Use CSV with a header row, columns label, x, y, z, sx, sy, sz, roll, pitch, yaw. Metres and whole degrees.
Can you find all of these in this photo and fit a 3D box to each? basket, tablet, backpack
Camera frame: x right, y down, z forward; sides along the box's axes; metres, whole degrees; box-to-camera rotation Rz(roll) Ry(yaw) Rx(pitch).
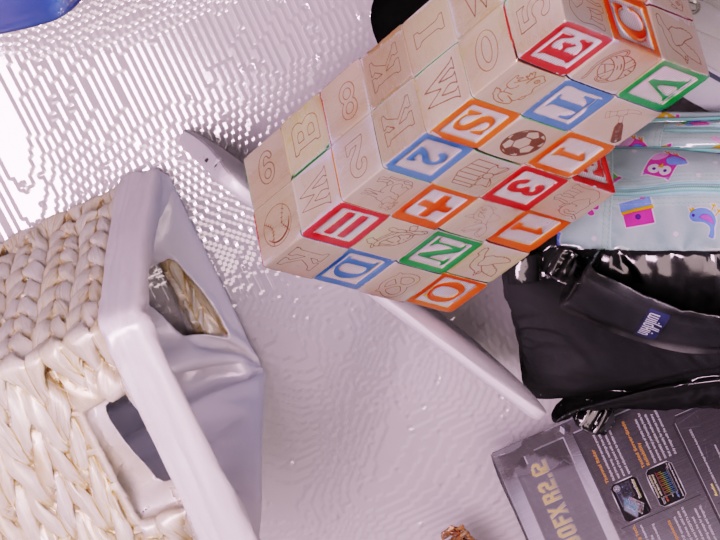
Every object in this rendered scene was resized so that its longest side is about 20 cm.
label,x,y,z,sx,sy,sz,roll,pitch,yaw
basket,-0.126,0.058,1.130,0.123,0.200,0.136,-22,111,7
tablet,0.000,0.000,1.159,0.200,0.130,0.014,36,92,-18
backpack,0.174,-0.005,1.161,0.199,0.127,0.167,-3,152,11

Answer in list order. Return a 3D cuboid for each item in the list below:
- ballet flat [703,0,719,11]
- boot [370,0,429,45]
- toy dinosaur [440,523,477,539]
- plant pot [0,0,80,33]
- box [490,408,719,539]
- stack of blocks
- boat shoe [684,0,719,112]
label,x,y,z,sx,sy,sz,roll,pitch,yaw
ballet flat,0.199,-0.143,1.109,0.199,0.073,0.073,16,107,-27
boot,0.039,-0.200,1.039,0.158,0.079,0.211,37,99,-24
toy dinosaur,0.061,0.231,1.286,0.135,0.102,0.201,-17,93,-17
plant pot,-0.216,-0.202,1.021,0.179,0.200,0.201,-15,112,14
box,0.176,0.154,1.211,0.158,0.201,0.048,-24,152,1
stack of blocks,0.056,-0.063,1.035,0.115,0.059,0.200,14,142,-38
boat shoe,0.139,-0.146,1.155,0.201,0.075,0.086,27,104,-18
